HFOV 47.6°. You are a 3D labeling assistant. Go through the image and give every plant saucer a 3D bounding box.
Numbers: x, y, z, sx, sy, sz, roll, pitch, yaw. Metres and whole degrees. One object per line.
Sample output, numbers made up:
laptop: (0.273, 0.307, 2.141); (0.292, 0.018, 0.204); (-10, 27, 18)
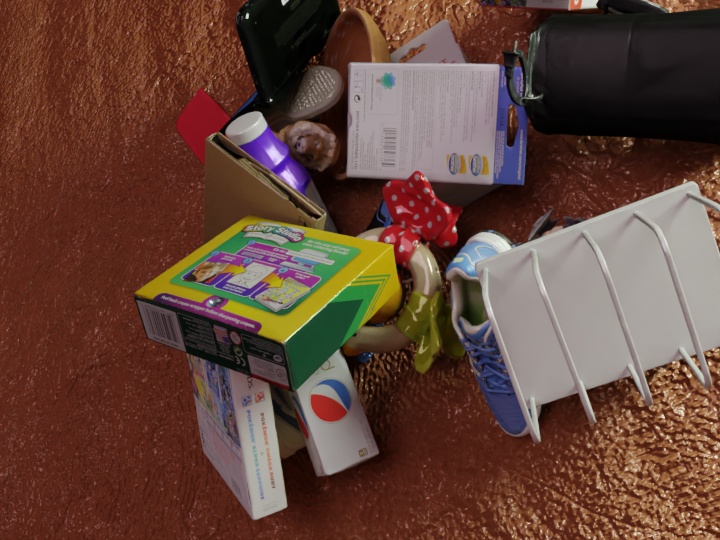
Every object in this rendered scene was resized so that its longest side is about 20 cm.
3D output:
plant saucer: (-0.007, -0.212, 0.992); (0.199, 0.037, 0.205); (180, 90, -68)

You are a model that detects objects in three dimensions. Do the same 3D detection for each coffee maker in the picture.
coffee maker: (0.264, -0.174, 0.764); (0.197, 0.137, 0.192); (9, 33, 36)

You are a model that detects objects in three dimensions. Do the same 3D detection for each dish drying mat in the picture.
dish drying mat: (-0.206, -0.186, 1.183); (0.077, 0.018, 0.200); (-49, 54, 9)

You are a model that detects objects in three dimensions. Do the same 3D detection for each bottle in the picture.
bottle: (-0.092, -0.087, 0.956); (0.082, 0.202, 0.066); (-6, 38, 30)

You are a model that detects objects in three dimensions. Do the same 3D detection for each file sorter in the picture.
file sorter: (0.205, 0.036, 0.658); (0.196, 0.125, 0.141); (-20, 98, 14)

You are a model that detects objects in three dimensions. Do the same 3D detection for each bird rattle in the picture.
bird rattle: (0.035, 0.009, 0.847); (0.160, 0.112, 0.204); (-17, 83, 18)

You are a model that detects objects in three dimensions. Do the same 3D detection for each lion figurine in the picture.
lion figurine: (-0.097, -0.109, 1.032); (0.121, 0.202, 0.073); (25, 41, 8)

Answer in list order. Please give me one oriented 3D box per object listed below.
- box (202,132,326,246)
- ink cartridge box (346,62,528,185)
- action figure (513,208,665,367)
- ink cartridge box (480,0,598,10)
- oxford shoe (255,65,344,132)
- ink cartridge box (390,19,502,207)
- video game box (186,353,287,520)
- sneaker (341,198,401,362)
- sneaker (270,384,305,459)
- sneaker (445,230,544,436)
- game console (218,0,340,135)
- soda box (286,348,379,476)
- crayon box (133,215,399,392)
box: (-0.118, -0.042, 0.942); (0.162, 0.202, 0.021); (37, 55, 15)
ink cartridge box: (0.081, -0.154, 0.853); (0.196, 0.042, 0.122); (6, 101, 24)
action figure: (0.214, 0.017, 0.797); (0.198, 0.069, 0.132); (29, 95, 41)
ink cartridge box: (0.189, -0.301, 0.859); (0.107, 0.198, 0.051); (16, 117, 36)
oxford shoe: (-0.073, -0.208, 1.046); (0.198, 0.057, 0.076); (-9, 54, 55)
ink cartridge box: (0.094, -0.175, 0.947); (0.115, 0.068, 0.204); (-27, 59, 22)
video game box: (-0.143, 0.143, 0.891); (0.199, 0.046, 0.186); (20, 122, 63)
sneaker: (0.000, 0.000, 0.940); (0.077, 0.070, 0.204); (15, 81, 29)
sneaker: (-0.097, 0.116, 0.966); (0.087, 0.075, 0.203); (-28, 67, 12)
sneaker: (0.123, 0.069, 0.785); (0.075, 0.077, 0.204); (-9, 101, 41)
game console: (-0.116, -0.292, 1.034); (0.114, 0.178, 0.201); (10, 48, 27)
soda box: (-0.048, 0.114, 0.876); (0.063, 0.068, 0.204); (-19, 81, -16)
crayon box: (-0.089, 0.022, 0.793); (0.197, 0.059, 0.172); (13, 37, 35)
